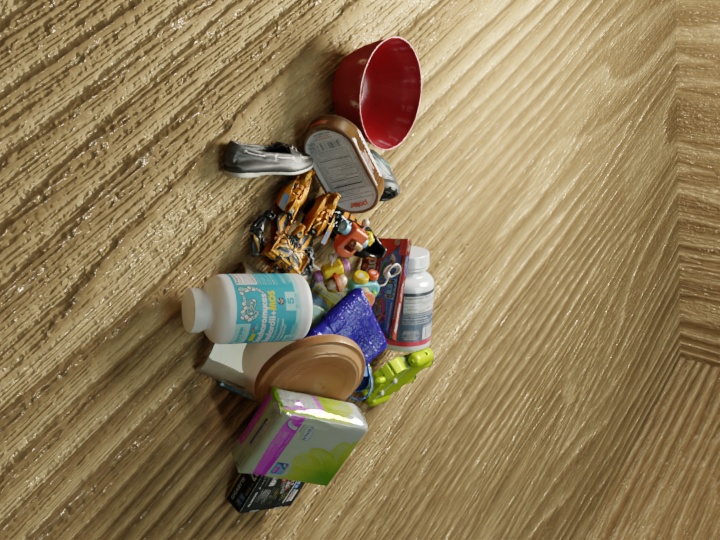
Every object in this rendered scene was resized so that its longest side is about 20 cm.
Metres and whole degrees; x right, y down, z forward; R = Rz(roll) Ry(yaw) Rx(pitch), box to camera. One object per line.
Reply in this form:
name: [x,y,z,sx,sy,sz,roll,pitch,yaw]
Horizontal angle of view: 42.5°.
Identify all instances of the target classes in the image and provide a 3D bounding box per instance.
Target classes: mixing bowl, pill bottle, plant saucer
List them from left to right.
pill bottle: [-0.184,0.062,1.494,0.197,0.110,0.113,-1,105,-29]
plant saucer: [-0.083,0.190,1.582,0.197,0.033,0.202,-14,137,-13]
mixing bowl: [0.016,-0.330,1.700,0.199,0.107,0.204,-26,123,-49]
pill bottle: [0.095,0.057,1.946,0.119,0.118,0.204,-19,117,-50]

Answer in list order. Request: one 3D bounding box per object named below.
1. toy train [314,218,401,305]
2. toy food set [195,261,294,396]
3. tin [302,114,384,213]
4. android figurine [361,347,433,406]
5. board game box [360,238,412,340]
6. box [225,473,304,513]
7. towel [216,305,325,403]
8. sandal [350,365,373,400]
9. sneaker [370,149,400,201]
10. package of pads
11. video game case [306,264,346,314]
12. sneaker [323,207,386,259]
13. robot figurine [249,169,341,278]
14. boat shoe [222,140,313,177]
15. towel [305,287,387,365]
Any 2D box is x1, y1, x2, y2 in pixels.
toy train: [0.000,0.000,1.738,0.150,0.056,0.200,-40,136,9]
toy food set: [-0.183,0.106,1.597,0.142,0.060,0.203,28,81,-28]
tin: [-0.032,-0.187,1.665,0.201,0.110,0.042,60,38,-33]
android figurine: [0.075,0.227,1.976,0.182,0.041,0.199,-45,161,29]
board game box: [0.039,0.035,1.841,0.019,0.101,0.204,29,68,-55]
box: [-0.142,0.354,1.719,0.159,0.049,0.202,9,115,-57]
towel: [-0.159,0.136,1.652,0.145,0.022,0.203,27,80,-28]
sandal: [-0.017,0.178,1.802,0.088,0.078,0.202,-103,171,-51]
sneaker: [-0.003,-0.194,1.775,0.199,0.075,0.081,20,56,-49]
package of pads: [-0.100,0.285,1.585,0.198,0.069,0.155,18,117,-38]
video game case: [-0.085,0.103,1.790,0.200,0.023,0.185,37,71,-53]
sneaker: [-0.018,-0.078,1.758,0.200,0.089,0.071,39,71,-53]
robot figurine: [-0.113,-0.074,1.618,0.144,0.058,0.202,38,59,-27]
boat shoe: [-0.148,-0.193,1.553,0.198,0.066,0.058,-15,119,-48]
towel: [-0.037,0.146,1.700,0.200,0.049,0.149,-44,127,-28]
